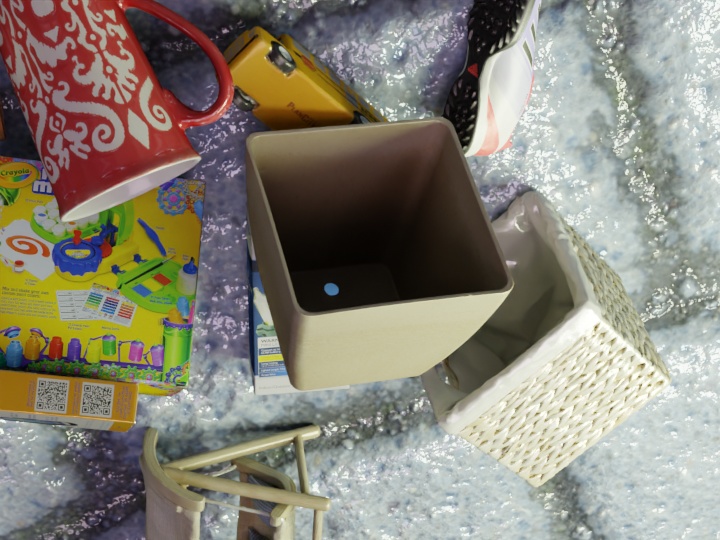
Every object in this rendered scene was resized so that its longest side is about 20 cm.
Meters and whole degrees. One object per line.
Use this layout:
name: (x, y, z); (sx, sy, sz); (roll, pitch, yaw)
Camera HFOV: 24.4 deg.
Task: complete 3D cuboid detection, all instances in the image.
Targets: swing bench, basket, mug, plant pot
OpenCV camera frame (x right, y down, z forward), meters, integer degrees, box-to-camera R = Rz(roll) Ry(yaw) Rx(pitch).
swing bench: (-0.140, 0.285, 1.802); (0.198, 0.130, 0.200); (-1, 125, -8)
basket: (0.175, 0.070, 1.668); (0.200, 0.199, 0.160); (-42, 125, 18)
mug: (-0.221, -0.168, 1.447); (0.177, 0.133, 0.201); (-25, 89, -27)
plant pot: (0.000, 0.000, 1.521); (0.198, 0.201, 0.178); (-7, 145, -18)

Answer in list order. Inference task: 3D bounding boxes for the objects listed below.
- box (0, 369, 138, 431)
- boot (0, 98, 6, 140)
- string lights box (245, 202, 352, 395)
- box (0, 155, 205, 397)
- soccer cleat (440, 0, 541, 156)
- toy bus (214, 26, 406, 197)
box: (-0.300, 0.113, 1.481); (0.198, 0.119, 0.042); (9, 80, -11)
boot: (-0.402, -0.125, 1.522); (0.154, 0.077, 0.202); (-2, 117, -13)
string lights box: (-0.062, 0.027, 1.680); (0.102, 0.059, 0.201); (-4, 125, -7)
box: (-0.256, 0.009, 1.540); (0.198, 0.122, 0.195); (7, 80, -13)
soccer cleat: (0.137, -0.199, 1.564); (0.073, 0.068, 0.201); (-4, 124, -36)
toy bus: (-0.045, -0.152, 1.548); (0.065, 0.079, 0.200); (-41, 121, 20)
